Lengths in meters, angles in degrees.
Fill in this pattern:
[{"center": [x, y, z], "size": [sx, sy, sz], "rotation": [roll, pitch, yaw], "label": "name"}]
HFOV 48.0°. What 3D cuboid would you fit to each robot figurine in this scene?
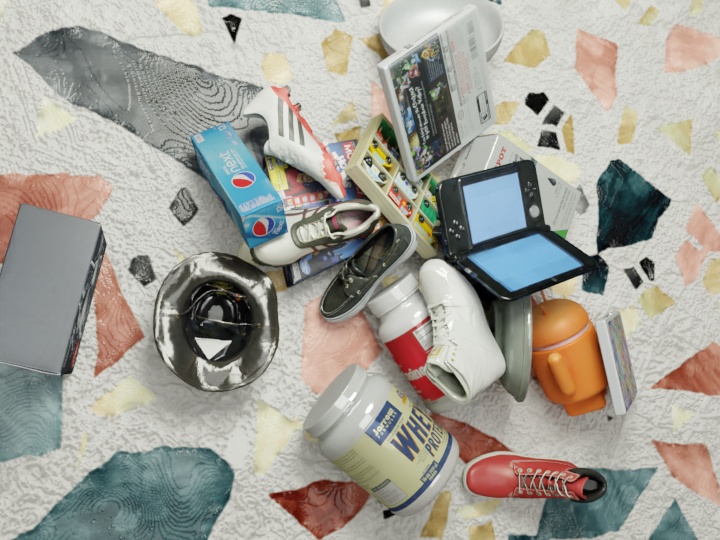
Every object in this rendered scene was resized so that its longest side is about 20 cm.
[{"center": [0.325, 0.130, 1.286], "size": [0.144, 0.116, 0.201], "rotation": [-32, 103, -27], "label": "robot figurine"}]

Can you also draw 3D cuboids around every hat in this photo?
[{"center": [-0.213, 0.079, 1.181], "size": [0.200, 0.081, 0.202], "rotation": [5, 75, -19], "label": "hat"}]

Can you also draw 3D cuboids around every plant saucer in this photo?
[{"center": [0.225, 0.100, 1.236], "size": [0.050, 0.200, 0.201], "rotation": [1, 83, 3], "label": "plant saucer"}]

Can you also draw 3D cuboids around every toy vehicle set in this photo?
[{"center": [0.066, -0.128, 1.242], "size": [0.200, 0.026, 0.125], "rotation": [46, 47, -27], "label": "toy vehicle set"}]

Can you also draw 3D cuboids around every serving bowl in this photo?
[{"center": [0.129, -0.370, 1.297], "size": [0.199, 0.066, 0.201], "rotation": [-1, 50, 2], "label": "serving bowl"}]

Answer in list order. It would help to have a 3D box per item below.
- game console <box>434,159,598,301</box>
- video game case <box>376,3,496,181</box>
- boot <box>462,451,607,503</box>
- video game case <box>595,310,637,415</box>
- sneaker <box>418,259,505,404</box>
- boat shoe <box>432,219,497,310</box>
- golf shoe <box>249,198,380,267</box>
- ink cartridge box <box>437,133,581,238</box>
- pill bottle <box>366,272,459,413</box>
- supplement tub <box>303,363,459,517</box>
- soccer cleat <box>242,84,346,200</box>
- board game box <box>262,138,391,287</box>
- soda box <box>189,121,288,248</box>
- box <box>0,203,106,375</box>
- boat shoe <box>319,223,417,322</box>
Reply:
[{"center": [0.226, -0.064, 1.160], "size": [0.199, 0.118, 0.172], "rotation": [-17, 101, -33], "label": "game console"}, {"center": [0.118, -0.258, 1.191], "size": [0.182, 0.023, 0.201], "rotation": [-38, 134, -19], "label": "video game case"}, {"center": [0.267, 0.322, 1.242], "size": [0.199, 0.144, 0.073], "rotation": [2, 85, -13], "label": "boot"}, {"center": [0.410, 0.141, 1.287], "size": [0.018, 0.200, 0.144], "rotation": [-13, 86, 24], "label": "video game case"}, {"center": [0.124, 0.088, 1.142], "size": [0.115, 0.074, 0.201], "rotation": [-31, 91, -46], "label": "sneaker"}, {"center": [0.171, -0.004, 1.258], "size": [0.201, 0.072, 0.066], "rotation": [42, 69, -40], "label": "boat shoe"}, {"center": [-0.066, -0.063, 1.167], "size": [0.199, 0.088, 0.078], "rotation": [-20, 91, -14], "label": "golf shoe"}, {"center": [0.238, -0.106, 1.287], "size": [0.199, 0.083, 0.147], "rotation": [28, 78, -28], "label": "ink cartridge box"}, {"center": [0.099, 0.109, 1.239], "size": [0.112, 0.112, 0.200], "rotation": [-36, 93, -15], "label": "pill bottle"}, {"center": [0.030, 0.247, 1.188], "size": [0.200, 0.145, 0.145], "rotation": [41, 76, -7], "label": "supplement tub"}, {"center": [-0.094, -0.178, 1.188], "size": [0.085, 0.069, 0.200], "rotation": [-34, 90, -4], "label": "soccer cleat"}, {"center": [-0.036, -0.093, 1.254], "size": [0.199, 0.062, 0.201], "rotation": [-12, 87, -16], "label": "board game box"}, {"center": [-0.176, -0.126, 1.163], "size": [0.064, 0.068, 0.200], "rotation": [-24, 51, -15], "label": "soda box"}, {"center": [-0.417, 0.033, 1.080], "size": [0.104, 0.182, 0.201], "rotation": [14, 81, -12], "label": "box"}, {"center": [0.000, 0.000, 1.208], "size": [0.200, 0.057, 0.069], "rotation": [-46, 59, 19], "label": "boat shoe"}]
